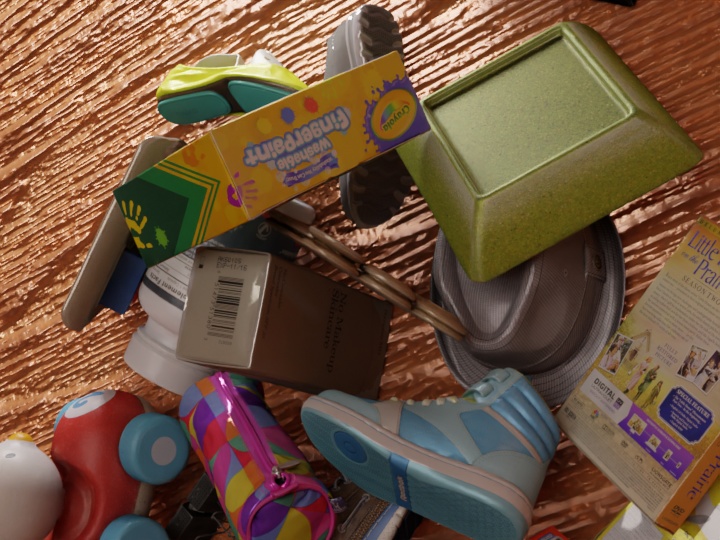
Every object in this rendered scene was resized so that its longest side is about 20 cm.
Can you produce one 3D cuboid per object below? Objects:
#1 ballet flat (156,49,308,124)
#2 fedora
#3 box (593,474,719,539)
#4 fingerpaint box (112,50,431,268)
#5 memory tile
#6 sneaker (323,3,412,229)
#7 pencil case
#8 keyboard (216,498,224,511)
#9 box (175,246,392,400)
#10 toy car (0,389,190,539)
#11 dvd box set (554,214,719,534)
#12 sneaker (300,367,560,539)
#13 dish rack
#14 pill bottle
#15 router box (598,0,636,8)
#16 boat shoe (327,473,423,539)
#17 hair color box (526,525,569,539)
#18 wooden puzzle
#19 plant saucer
[{"bbox_3d":[-0.115,-0.181,1.228,0.197,0.067,0.068,3,59,33],"label":"ballet flat"},{"bbox_3d":[0.119,0.006,1.020,0.174,0.090,0.204,3,80,32],"label":"fedora"},{"bbox_3d":[0.275,0.168,0.915,0.201,0.048,0.117,-51,58,14],"label":"box"},{"bbox_3d":[-0.071,-0.089,1.000,0.166,0.199,0.074,-19,98,53],"label":"fingerpaint box"},{"bbox_3d":[0.000,0.000,1.015,0.017,0.152,0.200,-58,17,-1],"label":"memory tile"},{"bbox_3d":[0.002,-0.133,1.151,0.081,0.074,0.204,-17,67,51],"label":"sneaker"},{"bbox_3d":[-0.085,0.155,1.020,0.089,0.088,0.200,-57,33,7],"label":"pencil case"},{"bbox_3d":[-0.047,0.248,1.046,0.103,0.040,0.200,-33,59,-20],"label":"keyboard"},{"bbox_3d":[-0.058,0.049,1.054,0.077,0.199,0.097,5,82,32],"label":"box"},{"bbox_3d":[-0.286,0.186,1.131,0.183,0.198,0.180,1,78,53],"label":"toy car"},{"bbox_3d":[0.241,0.071,0.932,0.201,0.029,0.146,-56,33,6],"label":"dvd box set"},{"bbox_3d":[0.062,0.118,0.979,0.198,0.080,0.131,25,55,19],"label":"sneaker"},{"bbox_3d":[-0.092,0.264,1.113,0.200,0.054,0.154,41,101,29],"label":"dish rack"},{"bbox_3d":[-0.134,0.009,1.158,0.119,0.119,0.202,29,95,33],"label":"pill bottle"},{"bbox_3d":[0.166,-0.323,1.086,0.198,0.062,0.152,20,88,33],"label":"router box"},{"bbox_3d":[0.004,0.197,1.014,0.072,0.073,0.201,23,57,18],"label":"boat shoe"},{"bbox_3d":[0.177,0.296,0.912,0.199,0.063,0.112,39,127,33],"label":"hair color box"},{"bbox_3d":[-0.204,-0.033,1.184,0.046,0.200,0.187,26,93,-1],"label":"wooden puzzle"},{"bbox_3d":[0.133,-0.111,0.994,0.198,0.048,0.201,-29,44,3],"label":"plant saucer"}]
